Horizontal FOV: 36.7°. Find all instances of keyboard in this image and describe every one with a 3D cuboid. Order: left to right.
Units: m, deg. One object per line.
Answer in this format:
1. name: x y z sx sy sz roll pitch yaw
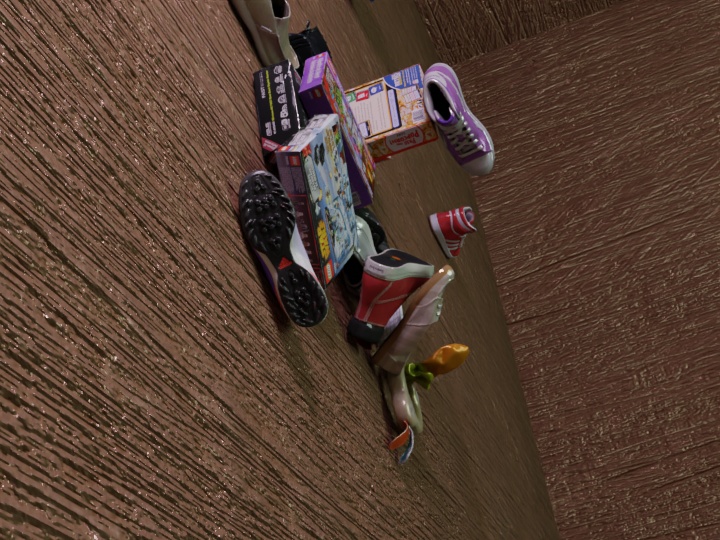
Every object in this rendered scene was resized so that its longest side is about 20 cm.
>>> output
1. keyboard: 0.045 0.046 1.845 0.011 0.056 0.201 37 32 -34

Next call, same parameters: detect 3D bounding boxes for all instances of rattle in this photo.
1. rattle: 0.111 0.212 1.727 0.200 0.142 0.131 -91 178 -70

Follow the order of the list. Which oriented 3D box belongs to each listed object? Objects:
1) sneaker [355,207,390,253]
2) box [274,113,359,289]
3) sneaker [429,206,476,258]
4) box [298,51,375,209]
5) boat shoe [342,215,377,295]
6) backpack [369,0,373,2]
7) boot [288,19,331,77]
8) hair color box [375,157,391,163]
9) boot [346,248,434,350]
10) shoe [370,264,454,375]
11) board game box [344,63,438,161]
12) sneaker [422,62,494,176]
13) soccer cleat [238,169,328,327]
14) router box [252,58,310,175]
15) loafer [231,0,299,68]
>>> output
1. sneaker: 0.002 -0.067 1.806 0.200 0.076 0.091 66 4 -68
2. box: -0.055 -0.093 1.465 0.137 0.040 0.201 -54 140 -56
3. sneaker: 0.258 -0.099 2.832 0.200 0.112 0.072 51 25 -59
4. box: -0.031 -0.207 1.607 0.137 0.039 0.201 -88 156 -60
5. boat shoe: 0.000 0.000 1.703 0.201 0.072 0.069 74 35 -48
6. backpack: 0.015 -0.745 2.594 0.200 0.154 0.191 27 38 -64
7. boot: -0.074 -0.312 1.803 0.163 0.073 0.199 -72 142 -75
8. hair color box: -0.002 -0.253 2.043 0.200 0.061 0.102 -8 81 -76
9. boot: 0.043 0.047 1.679 0.200 0.072 0.145 -11 121 -64
10. shoe: 0.091 0.078 1.687 0.053 0.200 0.070 37 18 6
11. board game box: 0.021 -0.252 1.821 0.046 0.199 0.152 59 18 -46
12. sneaker: 0.151 -0.226 1.744 0.201 0.072 0.114 58 20 -17
13. soccer cleat: -0.099 -0.025 1.329 0.201 0.068 0.073 67 -11 -7
14. router box: -0.084 -0.186 1.586 0.200 0.062 0.151 53 24 -56
15. loafer: -0.132 -0.367 1.617 0.200 0.068 0.076 57 19 -49
